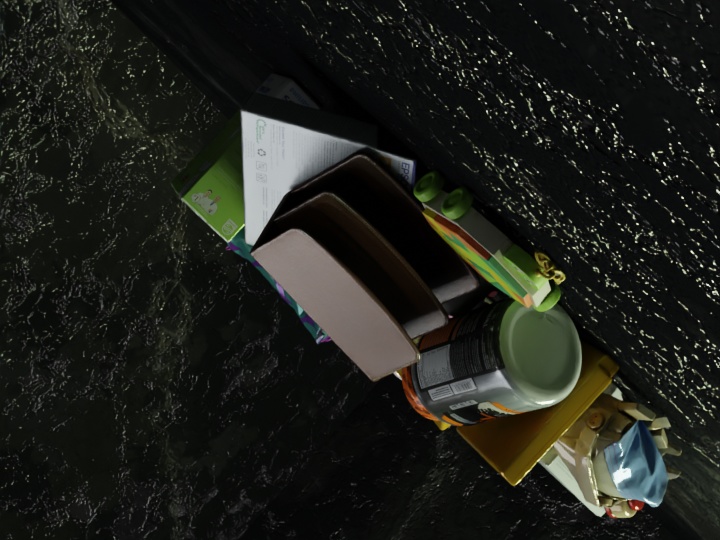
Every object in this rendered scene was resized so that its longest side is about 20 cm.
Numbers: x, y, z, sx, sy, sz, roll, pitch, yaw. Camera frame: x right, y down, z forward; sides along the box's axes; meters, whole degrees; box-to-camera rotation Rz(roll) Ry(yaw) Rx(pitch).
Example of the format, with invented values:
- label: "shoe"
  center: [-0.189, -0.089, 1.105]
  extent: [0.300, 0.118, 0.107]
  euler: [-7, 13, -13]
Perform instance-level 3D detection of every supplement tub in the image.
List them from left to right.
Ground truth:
- label: "supplement tub"
  center: [0.138, 0.103, 1.515]
  extent: [0.122, 0.123, 0.199]
  euler: [43, 148, -15]

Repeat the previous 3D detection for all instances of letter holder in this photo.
- label: "letter holder"
  center: [0.012, -0.004, 1.432]
  extent: [0.142, 0.101, 0.200]
  euler: [-26, 115, 41]

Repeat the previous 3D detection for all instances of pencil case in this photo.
- label: "pencil case"
  center: [-0.085, 0.003, 1.773]
  extent: [0.200, 0.093, 0.085]
  euler: [47, -145, 18]

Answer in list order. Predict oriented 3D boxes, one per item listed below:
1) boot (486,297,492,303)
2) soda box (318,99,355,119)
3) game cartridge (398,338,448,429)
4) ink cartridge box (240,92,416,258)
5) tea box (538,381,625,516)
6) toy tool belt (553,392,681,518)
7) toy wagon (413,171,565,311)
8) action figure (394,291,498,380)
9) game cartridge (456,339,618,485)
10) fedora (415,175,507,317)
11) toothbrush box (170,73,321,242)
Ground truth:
- label: "boot"
  center: [0.167, 0.123, 2.062]
  extent: [0.203, 0.154, 0.073]
  euler: [42, 178, 6]
- label: "soda box"
  center: [-0.056, -0.098, 1.573]
  extent: [0.068, 0.063, 0.201]
  euler: [42, 141, 10]
- label: "game cartridge"
  center: [0.068, 0.095, 1.749]
  extent: [0.177, 0.032, 0.201]
  euler: [52, 160, 22]
- label: "ink cartridge box"
  center: [-0.032, -0.082, 1.484]
  extent: [0.198, 0.043, 0.198]
  euler: [17, 137, 12]
- label: "tea box"
  center: [0.255, 0.181, 1.777]
  extent: [0.197, 0.134, 0.200]
  euler: [43, 179, 41]
- label: "toy tool belt"
  center: [0.308, 0.217, 1.570]
  extent: [0.122, 0.126, 0.201]
  euler: [-7, 134, 36]
- label: "toy wagon"
  center: [0.130, -0.020, 1.331]
  extent: [0.155, 0.040, 0.200]
  euler: [44, 179, -26]
- label: "action figure"
  center: [0.109, 0.060, 1.918]
  extent: [0.133, 0.150, 0.199]
  euler: [30, 151, -26]
- label: "game cartridge"
  center: [0.200, 0.151, 1.577]
  extent: [0.032, 0.176, 0.200]
  euler: [44, 179, -14]
- label: "fedora"
  center: [0.087, -0.015, 1.560]
  extent: [0.177, 0.090, 0.200]
  euler: [42, 178, 35]
- label: "toothbrush box"
  center: [-0.138, -0.145, 1.733]
  extent: [0.086, 0.200, 0.146]
  euler: [42, 178, -17]
